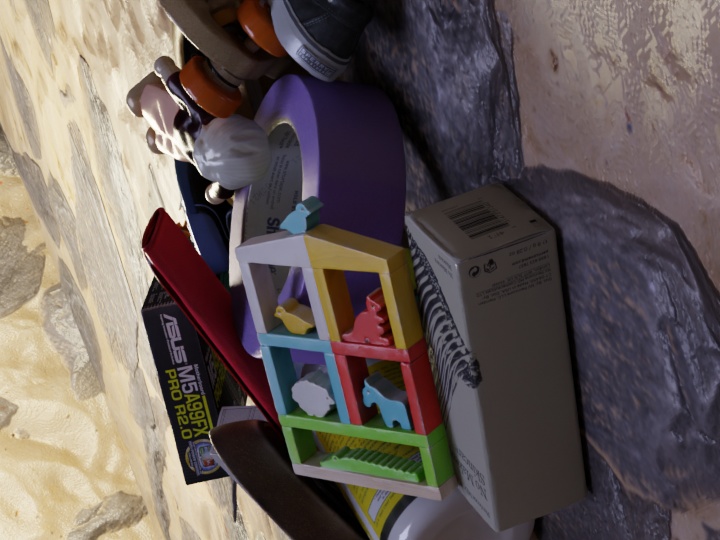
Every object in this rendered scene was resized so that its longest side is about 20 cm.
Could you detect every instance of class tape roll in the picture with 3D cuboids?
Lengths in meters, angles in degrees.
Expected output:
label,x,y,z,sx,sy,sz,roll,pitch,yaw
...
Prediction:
label,x,y,z,sx,sy,sz,roll,pitch,yaw
tape roll,-0.034,-0.035,1.311,0.200,0.065,0.201,-173,90,-70

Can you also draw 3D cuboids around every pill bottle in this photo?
label,x,y,z,sx,sy,sz,roll,pitch,yaw
pill bottle,0.033,0.129,1.334,0.200,0.112,0.113,-125,22,-44

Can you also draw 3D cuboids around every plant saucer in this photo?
label,x,y,z,sx,sy,sz,roll,pitch,yaw
plant saucer,-0.028,0.176,1.373,0.200,0.034,0.200,44,-177,-3

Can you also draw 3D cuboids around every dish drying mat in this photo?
label,x,y,z,sx,sy,sz,roll,pitch,yaw
dish drying mat,-0.096,0.047,1.365,0.200,0.018,0.077,53,-164,-18

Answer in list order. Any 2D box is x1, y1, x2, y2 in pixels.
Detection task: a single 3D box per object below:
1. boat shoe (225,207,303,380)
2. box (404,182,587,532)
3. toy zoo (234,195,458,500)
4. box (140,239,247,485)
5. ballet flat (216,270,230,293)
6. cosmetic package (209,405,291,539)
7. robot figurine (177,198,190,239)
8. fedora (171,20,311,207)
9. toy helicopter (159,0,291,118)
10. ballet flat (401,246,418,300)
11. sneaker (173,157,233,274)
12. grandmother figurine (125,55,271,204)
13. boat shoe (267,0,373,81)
label,x,y,z,sx,sy,sz,roll,pitch,yaw
boat shoe,-0.067,0.034,1.505,0.084,0.068,0.201,-57,43,38
box,0.085,0.055,1.149,0.082,0.068,0.201,-134,29,-57
toy zoo,-0.013,0.048,1.197,0.131,0.020,0.201,5,118,40
box,-0.142,0.074,1.619,0.200,0.044,0.161,-90,-12,-74
ballet flat,-0.096,0.025,1.668,0.065,0.070,0.201,-105,10,-51
cosmetic package,-0.044,0.181,1.578,0.200,0.082,0.051,55,-140,-48
robot figurine,-0.150,-0.025,1.873,0.200,0.058,0.146,162,89,-74
fedora,-0.085,-0.141,1.470,0.201,0.081,0.202,161,90,-75
toy helicopter,-0.096,-0.193,1.340,0.132,0.079,0.200,46,-160,1
ballet flat,0.000,0.000,1.384,0.200,0.067,0.067,161,92,-76
sneaker,-0.119,-0.088,1.589,0.070,0.077,0.201,81,176,-60
grandmother figurine,-0.118,-0.104,1.375,0.122,0.060,0.200,56,168,-27
boat shoe,-0.032,-0.198,1.271,0.068,0.057,0.200,29,-158,-30
